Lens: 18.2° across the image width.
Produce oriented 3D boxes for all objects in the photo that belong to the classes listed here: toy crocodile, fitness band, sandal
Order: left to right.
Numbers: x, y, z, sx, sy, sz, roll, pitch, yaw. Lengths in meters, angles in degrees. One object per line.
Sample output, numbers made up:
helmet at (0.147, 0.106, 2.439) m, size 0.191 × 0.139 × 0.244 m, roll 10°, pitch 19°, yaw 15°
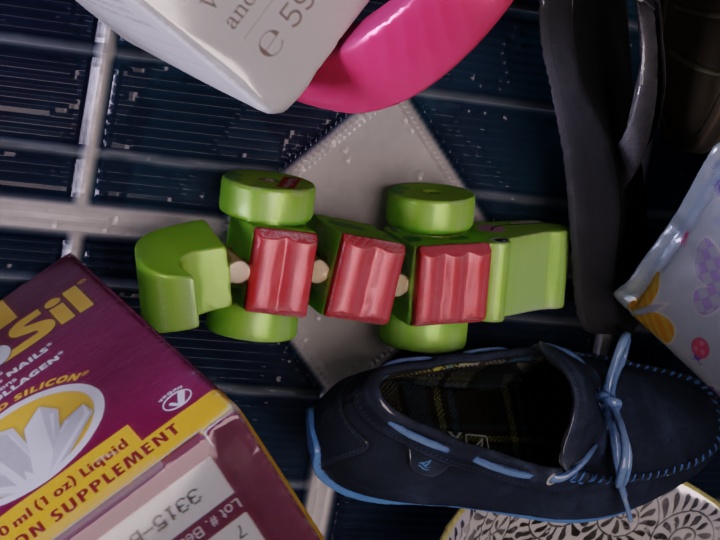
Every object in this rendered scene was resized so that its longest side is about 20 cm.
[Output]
toy crocodile at (0.000, 0.000, 0.919) m, size 0.199 × 0.062 × 0.068 m, roll 2°, pitch 104°, yaw -25°
fitness band at (0.016, -0.123, 0.812) m, size 0.037 × 0.200 × 0.144 m, roll 41°, pitch 83°, yaw -22°
sandal at (0.111, -0.068, 0.944) m, size 0.076 × 0.043 × 0.201 m, roll -54°, pitch 141°, yaw -53°

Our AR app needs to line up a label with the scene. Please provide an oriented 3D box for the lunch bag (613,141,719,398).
lunch bag at (0.238, 0.000, 0.941) m, size 0.200 × 0.170 × 0.127 m, roll -24°, pitch 154°, yaw -42°

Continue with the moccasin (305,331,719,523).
moccasin at (0.077, 0.069, 0.946) m, size 0.199 × 0.068 × 0.081 m, roll -4°, pitch 66°, yaw -30°

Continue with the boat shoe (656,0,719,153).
boat shoe at (0.182, -0.144, 0.953) m, size 0.068 × 0.072 × 0.201 m, roll 9°, pitch 100°, yaw -29°

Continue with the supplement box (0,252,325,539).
supplement box at (-0.104, 0.091, 0.820) m, size 0.131 × 0.200 × 0.103 m, roll -37°, pitch 116°, yaw -11°

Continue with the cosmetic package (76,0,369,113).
cosmetic package at (-0.077, -0.187, 0.771) m, size 0.200 × 0.166 × 0.168 m, roll 38°, pitch 88°, yaw -27°

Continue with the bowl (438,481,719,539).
bowl at (0.100, 0.191, 0.983) m, size 0.200 × 0.201 × 0.094 m, roll 1°, pitch 148°, yaw -25°
